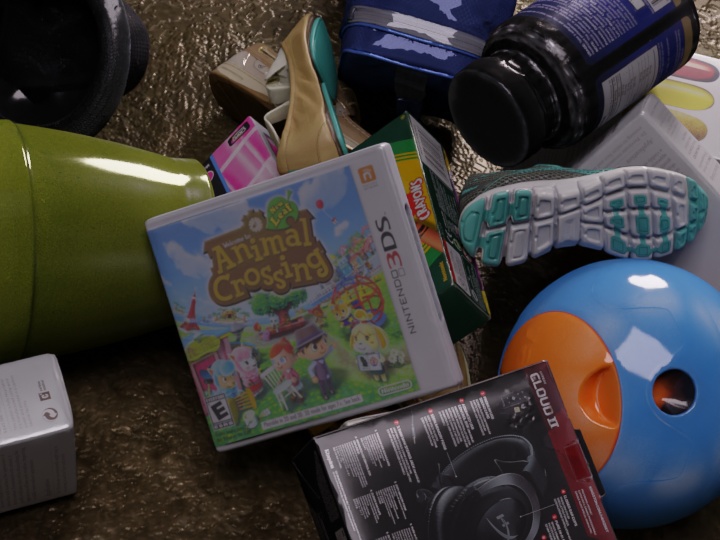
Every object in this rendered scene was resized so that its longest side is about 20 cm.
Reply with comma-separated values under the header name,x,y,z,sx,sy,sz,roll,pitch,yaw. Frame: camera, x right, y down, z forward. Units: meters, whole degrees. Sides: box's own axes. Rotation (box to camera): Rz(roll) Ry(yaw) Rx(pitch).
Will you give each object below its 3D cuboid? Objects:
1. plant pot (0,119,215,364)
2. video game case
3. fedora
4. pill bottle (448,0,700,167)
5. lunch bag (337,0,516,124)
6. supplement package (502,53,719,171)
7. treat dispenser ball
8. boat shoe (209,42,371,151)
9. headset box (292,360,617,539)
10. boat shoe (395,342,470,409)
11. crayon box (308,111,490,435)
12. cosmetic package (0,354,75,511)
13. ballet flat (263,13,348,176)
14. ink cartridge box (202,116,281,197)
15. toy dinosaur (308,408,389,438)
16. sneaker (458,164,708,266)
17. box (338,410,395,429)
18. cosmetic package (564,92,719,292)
name,x,y,z,sx,sy,sz,roll,pitch,yaw
plant pot,-0.216,-0.022,1.622,0.192,0.201,0.201,-1,54,-20
video game case,-0.043,0.022,1.528,0.199,0.022,0.183,-17,92,20
fedora,-0.249,-0.189,1.769,0.201,0.201,0.091,47,28,25
pill bottle,0.167,-0.166,1.648,0.200,0.112,0.112,-35,64,-30
lunch bag,0.051,-0.194,1.753,0.135,0.200,0.133,18,83,2
supplement package,0.230,-0.119,1.764,0.199,0.110,0.114,14,55,4
treat dispenser ball,0.201,0.091,1.559,0.200,0.201,0.202,2,55,-3
boat shoe,-0.035,-0.134,1.773,0.200,0.074,0.069,34,65,18
headset box,0.074,0.160,1.427,0.199,0.077,0.150,-18,79,-19
boat shoe,0.038,0.033,1.662,0.071,0.076,0.201,-14,57,-14
crayon box,0.000,0.000,1.615,0.172,0.058,0.201,-34,41,19
cosmetic package,-0.313,0.136,1.536,0.199,0.102,0.074,-12,56,-15
ballet flat,-0.050,-0.143,1.689,0.063,0.069,0.200,-17,36,6
ink cartridge box,-0.084,-0.034,1.657,0.095,0.037,0.200,-44,39,12
toy dinosaur,0.025,0.140,1.596,0.200,0.061,0.106,35,58,18
sneaker,0.166,-0.056,1.602,0.199,0.078,0.091,-1,24,-11
box,0.037,0.206,1.494,0.077,0.095,0.201,-9,74,-17
cosmetic package,0.259,-0.032,1.662,0.200,0.102,0.074,47,24,-4
